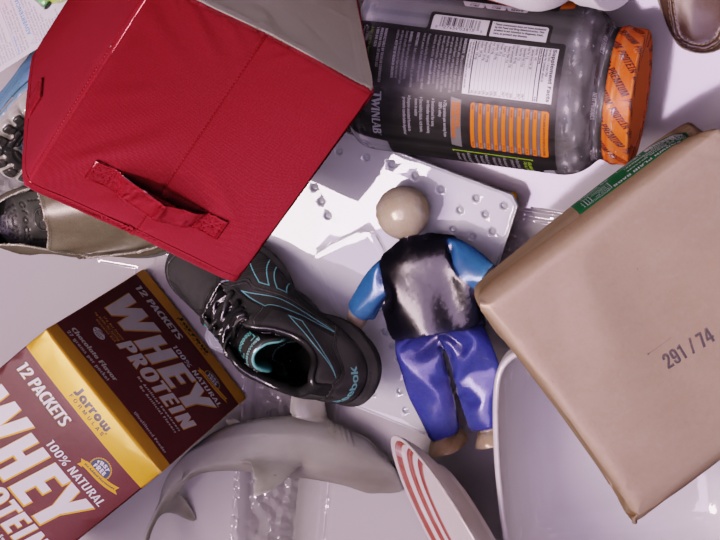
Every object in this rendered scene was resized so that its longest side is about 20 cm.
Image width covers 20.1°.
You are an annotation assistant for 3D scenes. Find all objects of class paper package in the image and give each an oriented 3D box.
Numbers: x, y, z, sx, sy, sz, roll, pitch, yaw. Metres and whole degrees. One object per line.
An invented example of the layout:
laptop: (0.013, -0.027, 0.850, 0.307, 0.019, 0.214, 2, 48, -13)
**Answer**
paper package: (0.204, 0.030, 1.369, 0.200, 0.103, 0.191, -37, 98, 3)

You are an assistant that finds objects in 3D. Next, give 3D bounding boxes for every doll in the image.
doll: (0.049, 0.036, 1.498, 0.136, 0.048, 0.200, -11, 100, 24)

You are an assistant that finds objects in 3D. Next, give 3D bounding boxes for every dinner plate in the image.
dinner plate: (0.080, 0.205, 1.495, 0.024, 0.200, 0.200, -28, 94, -8)

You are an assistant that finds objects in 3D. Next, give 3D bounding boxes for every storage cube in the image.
storage cube: (-0.114, -0.137, 1.394, 0.171, 0.200, 0.180, 25, 121, -22)

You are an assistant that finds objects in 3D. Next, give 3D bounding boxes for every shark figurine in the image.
shark figurine: (-0.088, 0.156, 1.559, 0.214, 0.090, 0.128, -14, 121, 14)

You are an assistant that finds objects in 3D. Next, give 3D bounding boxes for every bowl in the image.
bowl: (0.194, 0.130, 1.474, 0.200, 0.075, 0.200, -5, 102, -1)

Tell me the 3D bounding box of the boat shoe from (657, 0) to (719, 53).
boat shoe: (0.234, -0.247, 1.390, 0.075, 0.075, 0.203, 4, 104, 15)

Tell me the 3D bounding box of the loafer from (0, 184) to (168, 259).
loafer: (-0.211, -0.037, 1.548, 0.200, 0.070, 0.075, -7, 97, 34)

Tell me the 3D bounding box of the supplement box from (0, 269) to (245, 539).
supplement box: (-0.227, 0.127, 1.549, 0.200, 0.197, 0.133, -39, 91, 20)

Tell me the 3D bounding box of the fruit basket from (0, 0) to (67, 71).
fruit basket: (-0.247, -0.255, 1.512, 0.200, 0.094, 0.186, -31, 73, 27)

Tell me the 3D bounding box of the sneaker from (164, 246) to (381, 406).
sneaker: (-0.076, 0.034, 1.504, 0.200, 0.079, 0.076, 31, 112, 27)

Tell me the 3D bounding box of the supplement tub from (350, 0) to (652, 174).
supplement tub: (0.099, -0.134, 1.432, 0.200, 0.123, 0.123, 9, 105, 13)

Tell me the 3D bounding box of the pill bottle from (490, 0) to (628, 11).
pill bottle: (0.094, -0.239, 1.381, 0.200, 0.112, 0.112, 21, 109, 34)

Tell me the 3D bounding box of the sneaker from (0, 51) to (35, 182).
sneaker: (-0.213, -0.162, 1.536, 0.200, 0.090, 0.078, -40, 133, 2)

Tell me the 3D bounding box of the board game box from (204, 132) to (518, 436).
board game box: (0.000, 0.000, 1.544, 0.200, 0.026, 0.200, 21, 108, 11)
